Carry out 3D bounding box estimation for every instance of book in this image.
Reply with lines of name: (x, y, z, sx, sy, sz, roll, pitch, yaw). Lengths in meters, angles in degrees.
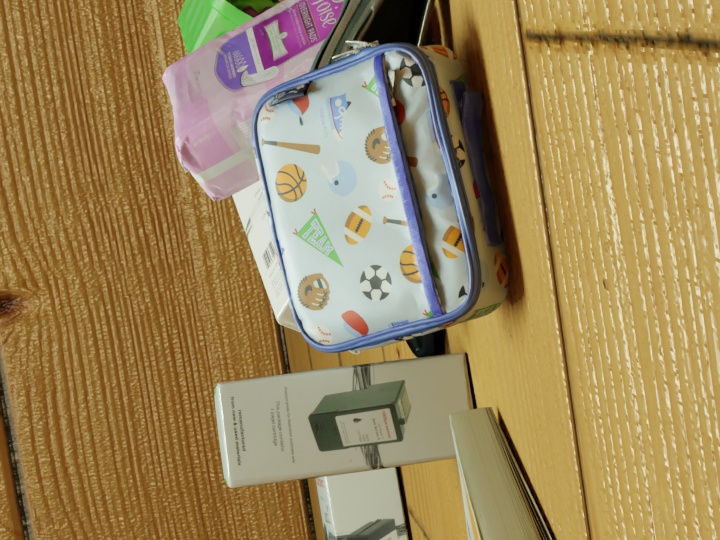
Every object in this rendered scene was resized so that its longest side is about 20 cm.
book: (0.101, 0.205, 1.517, 0.200, 0.048, 0.135, -108, 8, -62)

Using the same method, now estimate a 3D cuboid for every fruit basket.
fruit basket: (-0.129, -0.337, 2.581, 0.216, 0.155, 0.216, -46, 24, 28)

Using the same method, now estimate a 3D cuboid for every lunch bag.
lunch bag: (0.015, -0.053, 1.441, 0.075, 0.159, 0.202, -6, -98, -59)

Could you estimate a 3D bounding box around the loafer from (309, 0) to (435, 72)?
loafer: (0.009, -0.144, 1.509, 0.063, 0.071, 0.201, 36, 113, 63)

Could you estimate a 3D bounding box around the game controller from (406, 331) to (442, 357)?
game controller: (0.044, -0.017, 1.781, 0.201, 0.042, 0.105, 86, 158, -46)

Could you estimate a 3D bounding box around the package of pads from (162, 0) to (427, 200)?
package of pads: (-0.049, -0.145, 1.616, 0.076, 0.199, 0.121, 55, -169, -38)

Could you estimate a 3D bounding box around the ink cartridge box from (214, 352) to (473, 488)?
ink cartridge box: (-0.014, 0.121, 1.736, 0.146, 0.198, 0.085, 138, 125, -83)

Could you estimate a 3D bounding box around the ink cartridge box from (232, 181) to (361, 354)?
ink cartridge box: (-0.018, -0.058, 1.676, 0.146, 0.084, 0.200, -56, 31, 22)

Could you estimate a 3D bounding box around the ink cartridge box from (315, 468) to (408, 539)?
ink cartridge box: (0.007, 0.298, 2.350, 0.145, 0.083, 0.202, 146, 115, -84)
